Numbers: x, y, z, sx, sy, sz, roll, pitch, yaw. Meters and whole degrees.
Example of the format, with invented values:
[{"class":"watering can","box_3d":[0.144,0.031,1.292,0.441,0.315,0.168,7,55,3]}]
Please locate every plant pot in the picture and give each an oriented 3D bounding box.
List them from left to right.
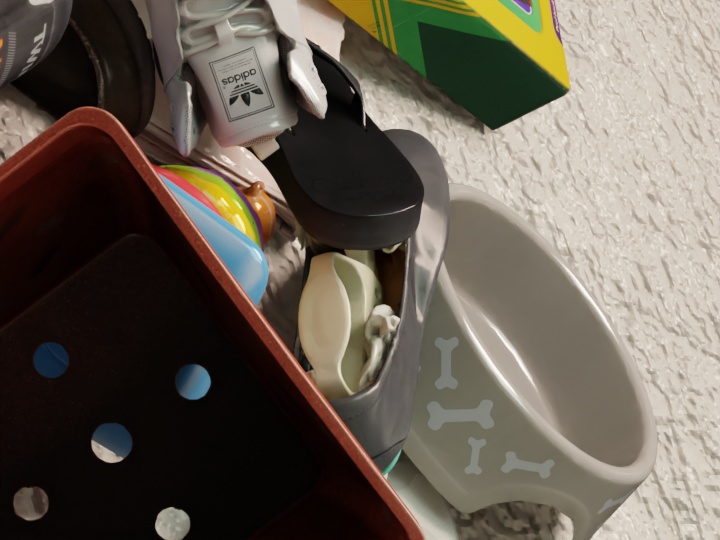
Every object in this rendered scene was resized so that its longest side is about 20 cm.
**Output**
[{"class":"plant pot","box_3d":[-0.107,0.073,1.063,0.200,0.200,0.176,53,4,-1]}]

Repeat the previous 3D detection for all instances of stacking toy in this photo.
[{"class":"stacking toy","box_3d":[-0.081,-0.008,1.258,0.110,0.116,0.200,33,21,7]}]

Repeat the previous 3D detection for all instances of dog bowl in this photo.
[{"class":"dog bowl","box_3d":[0.070,0.043,1.384,0.200,0.059,0.200,42,26,-26]}]

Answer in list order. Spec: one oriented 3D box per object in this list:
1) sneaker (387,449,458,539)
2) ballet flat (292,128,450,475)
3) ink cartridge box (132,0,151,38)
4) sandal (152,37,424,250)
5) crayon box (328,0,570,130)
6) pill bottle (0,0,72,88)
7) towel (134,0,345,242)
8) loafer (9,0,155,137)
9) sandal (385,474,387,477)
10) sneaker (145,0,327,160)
[{"class":"sneaker","box_3d":[0.031,0.158,1.271,0.075,0.087,0.200,30,42,-28]},{"class":"ballet flat","box_3d":[0.000,0.000,1.284,0.073,0.073,0.200,31,48,-29]},{"class":"ink cartridge box","box_3d":[-0.079,-0.225,1.330,0.083,0.145,0.200,33,43,-32]},{"class":"sandal","box_3d":[-0.029,-0.080,1.288,0.076,0.043,0.200,-14,39,-28]},{"class":"crayon box","box_3d":[0.034,-0.202,1.537,0.172,0.058,0.200,33,40,-46]},{"class":"pill bottle","box_3d":[-0.186,-0.107,1.121,0.106,0.106,0.200,53,48,-4]},{"class":"towel","box_3d":[-0.087,-0.130,1.400,0.191,0.032,0.200,31,43,-30]},{"class":"loafer","box_3d":[-0.171,-0.118,1.245,0.200,0.073,0.071,40,50,24]},{"class":"sandal","box_3d":[-0.029,0.128,1.251,0.082,0.050,0.203,12,33,15]},{"class":"sneaker","box_3d":[-0.056,-0.117,1.163,0.200,0.075,0.115,85,-11,-78]}]
